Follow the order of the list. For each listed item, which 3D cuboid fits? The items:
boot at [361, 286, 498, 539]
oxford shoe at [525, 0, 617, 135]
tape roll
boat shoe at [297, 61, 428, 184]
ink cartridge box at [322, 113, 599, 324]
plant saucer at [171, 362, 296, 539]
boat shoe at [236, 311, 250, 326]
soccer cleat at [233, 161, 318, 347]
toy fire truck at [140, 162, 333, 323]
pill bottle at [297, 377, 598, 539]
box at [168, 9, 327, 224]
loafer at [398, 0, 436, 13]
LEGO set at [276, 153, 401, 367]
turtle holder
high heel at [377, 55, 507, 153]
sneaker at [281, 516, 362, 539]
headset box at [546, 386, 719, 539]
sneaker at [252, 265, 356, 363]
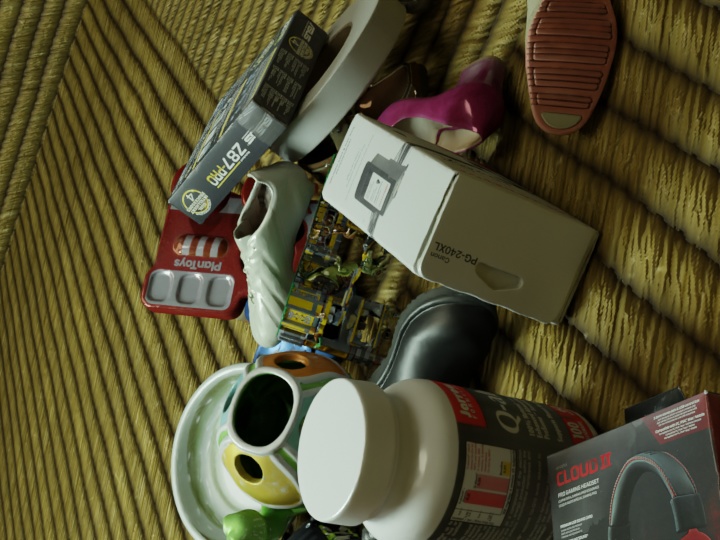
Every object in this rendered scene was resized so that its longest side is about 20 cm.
[{"bbox_3d":[0.059,0.130,0.917,0.212,0.079,0.159,116,159,-44],"label":"boot"},{"bbox_3d":[0.167,-0.202,0.907,0.074,0.070,0.202,114,165,-80],"label":"oxford shoe"},{"bbox_3d":[-0.029,-0.200,1.137,0.203,0.037,0.203,-48,17,20],"label":"tape roll"},{"bbox_3d":[-0.002,-0.149,1.173,0.200,0.073,0.076,-43,42,47],"label":"boat shoe"},{"bbox_3d":[0.076,-0.046,0.899,0.084,0.144,0.200,-66,29,10],"label":"ink cartridge box"},{"bbox_3d":[-0.117,0.201,1.175,0.199,0.050,0.202,-11,72,36],"label":"plant saucer"},{"bbox_3d":[-0.112,-0.031,1.333,0.075,0.068,0.202,-29,51,58],"label":"boat shoe"},{"bbox_3d":[-0.098,-0.015,1.128,0.069,0.077,0.202,33,120,46],"label":"soccer cleat"},{"bbox_3d":[-0.134,-0.022,1.238,0.112,0.198,0.170,62,-144,-67],"label":"toy fire truck"},{"bbox_3d":[0.065,0.139,0.774,0.116,0.198,0.117,-35,48,51],"label":"pill bottle"},{"bbox_3d":[-0.115,-0.162,1.149,0.161,0.049,0.201,-45,18,35],"label":"box"},{"bbox_3d":[0.037,-0.346,1.207,0.201,0.067,0.076,57,132,35],"label":"loafer"},{"bbox_3d":[0.000,0.000,1.047,0.154,0.115,0.201,114,173,-63],"label":"LEGO set"},{"bbox_3d":[-0.080,0.160,1.040,0.186,0.132,0.141,-45,63,-2],"label":"turtle holder"},{"bbox_3d":[0.060,-0.117,1.038,0.199,0.067,0.096,-26,34,42],"label":"high heel"},{"bbox_3d":[-0.036,0.262,1.050,0.200,0.071,0.084,-36,44,51],"label":"sneaker"},{"bbox_3d":[0.188,0.172,0.659,0.148,0.074,0.202,-37,47,52],"label":"headset box"},{"bbox_3d":[-0.061,0.087,1.186,0.201,0.065,0.079,-62,33,24],"label":"sneaker"}]
